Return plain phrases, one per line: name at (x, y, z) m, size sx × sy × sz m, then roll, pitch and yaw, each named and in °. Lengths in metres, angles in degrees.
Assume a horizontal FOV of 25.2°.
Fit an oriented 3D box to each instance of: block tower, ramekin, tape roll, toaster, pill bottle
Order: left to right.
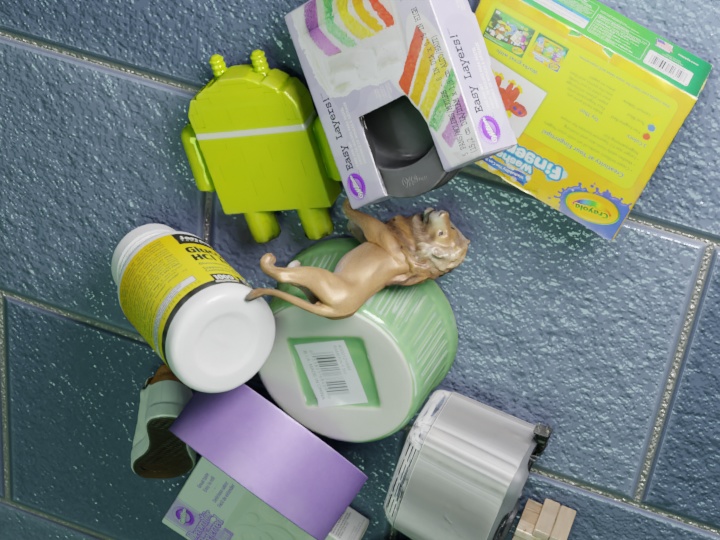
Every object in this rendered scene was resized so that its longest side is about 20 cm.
pill bottle at (-0.174, 0.029, 1.604) m, size 0.200 × 0.112 × 0.113 m, roll 40°, pitch 146°, yaw 51°
tape roll at (-0.096, 0.191, 1.676) m, size 0.200 × 0.085 × 0.200 m, roll 35°, pitch 173°, yaw 5°
ramekin at (-0.010, 0.077, 1.622) m, size 0.199 × 0.098 × 0.201 m, roll 12°, pitch 126°, yaw 17°
toaster at (0.107, 0.211, 1.652) m, size 0.129 × 0.114 × 0.201 m, roll 25°, pitch 130°, yaw 10°
block tower at (0.174, 0.333, 1.741) m, size 0.054 × 0.058 × 0.201 m, roll 23°, pitch 127°, yaw 9°

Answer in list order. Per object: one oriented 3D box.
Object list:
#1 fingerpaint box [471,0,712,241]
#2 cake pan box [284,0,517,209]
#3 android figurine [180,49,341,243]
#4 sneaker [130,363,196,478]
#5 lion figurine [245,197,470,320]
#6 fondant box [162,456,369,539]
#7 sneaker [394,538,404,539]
fingerpaint box at (0.176, -0.149, 1.401) m, size 0.199 × 0.073 × 0.167 m, roll 30°, pitch 128°, yaw 6°
cake pan box at (0.033, -0.165, 1.403) m, size 0.184 × 0.052 × 0.201 m, roll -18°, pitch 91°, yaw 51°
android figurine at (-0.093, -0.120, 1.564) m, size 0.181 × 0.041 × 0.201 m, roll -4°, pitch 120°, yaw 27°
sneaker at (-0.216, 0.170, 1.811) m, size 0.072 × 0.085 × 0.200 m, roll 6°, pitch 149°, yaw -12°
lion figurine at (0.000, 0.000, 1.527) m, size 0.122 × 0.200 × 0.073 m, roll 40°, pitch 157°, yaw 25°
fondant box at (-0.110, 0.286, 1.836) m, size 0.200 × 0.058 × 0.144 m, roll 34°, pitch 129°, yaw 1°
sneaker at (0.084, 0.384, 1.804) m, size 0.200 × 0.073 × 0.071 m, roll 44°, pitch 132°, yaw -8°
